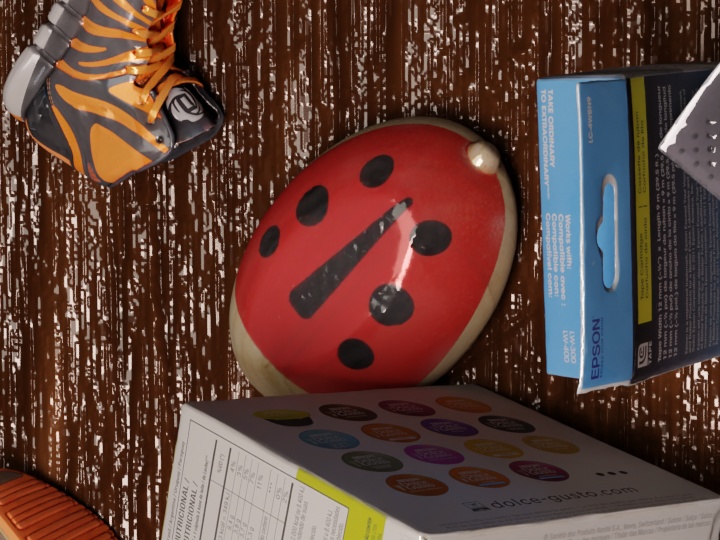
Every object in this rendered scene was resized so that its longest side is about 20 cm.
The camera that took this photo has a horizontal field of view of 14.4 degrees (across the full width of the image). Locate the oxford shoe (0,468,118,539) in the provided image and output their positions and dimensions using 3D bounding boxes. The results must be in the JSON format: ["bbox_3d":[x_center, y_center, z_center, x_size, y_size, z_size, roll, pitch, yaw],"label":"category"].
[{"bbox_3d":[-0.163,0.199,1.637,0.200,0.071,0.073,48,121,17],"label":"oxford shoe"}]

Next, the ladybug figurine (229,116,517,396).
[{"bbox_3d":[0.000,0.000,1.513,0.136,0.072,0.200,50,117,16],"label":"ladybug figurine"}]

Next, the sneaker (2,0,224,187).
[{"bbox_3d":[-0.111,-0.130,1.570,0.112,0.078,0.200,42,125,15],"label":"sneaker"}]

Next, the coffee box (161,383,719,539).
[{"bbox_3d":[0.028,0.181,1.416,0.198,0.200,0.200,24,109,48],"label":"coffee box"}]

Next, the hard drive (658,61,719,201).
[{"bbox_3d":[0.246,-0.094,1.301,0.135,0.042,0.200,39,108,-8],"label":"hard drive"}]

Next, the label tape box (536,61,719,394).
[{"bbox_3d":[0.127,-0.024,1.360,0.066,0.200,0.143,2,97,33],"label":"label tape box"}]
